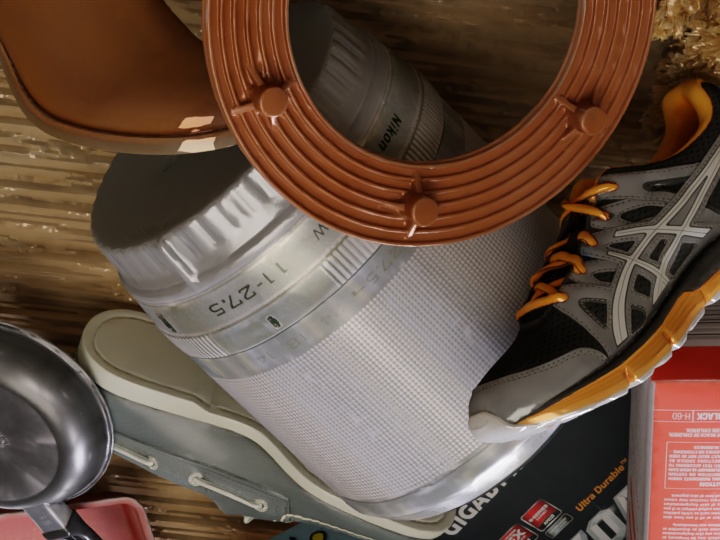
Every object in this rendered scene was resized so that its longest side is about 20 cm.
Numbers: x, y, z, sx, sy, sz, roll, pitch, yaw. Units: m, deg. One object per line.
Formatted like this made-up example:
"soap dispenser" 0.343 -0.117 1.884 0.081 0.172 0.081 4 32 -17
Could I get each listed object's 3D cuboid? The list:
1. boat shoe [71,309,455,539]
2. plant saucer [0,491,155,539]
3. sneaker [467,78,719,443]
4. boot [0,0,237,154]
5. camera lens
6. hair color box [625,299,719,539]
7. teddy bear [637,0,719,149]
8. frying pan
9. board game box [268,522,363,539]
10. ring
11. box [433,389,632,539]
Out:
"boat shoe" -0.051 0.087 1.309 0.200 0.073 0.062 25 128 -3
"plant saucer" -0.185 0.196 1.417 0.199 0.037 0.200 -9 125 8
"sneaker" 0.108 -0.002 1.132 0.077 0.200 0.078 51 152 -7
"boot" -0.116 -0.141 1.108 0.200 0.074 0.155 24 123 29
"camera lens" 0.000 0.000 1.195 0.160 0.160 0.200 -34 117 23
"hair color box" 0.155 0.100 1.238 0.061 0.102 0.200 0 126 1
"teddy bear" 0.181 -0.123 1.158 0.145 0.067 0.200 16 125 -12
"frying pan" -0.172 0.103 1.314 0.115 0.031 0.190 5 126 15
"board game box" 0.021 0.218 1.315 0.105 0.200 0.103 -25 134 -32
"ring" 0.033 -0.106 1.082 0.200 0.019 0.201 -7 107 -23
"box" 0.144 0.094 1.324 0.159 0.046 0.200 32 120 -19
